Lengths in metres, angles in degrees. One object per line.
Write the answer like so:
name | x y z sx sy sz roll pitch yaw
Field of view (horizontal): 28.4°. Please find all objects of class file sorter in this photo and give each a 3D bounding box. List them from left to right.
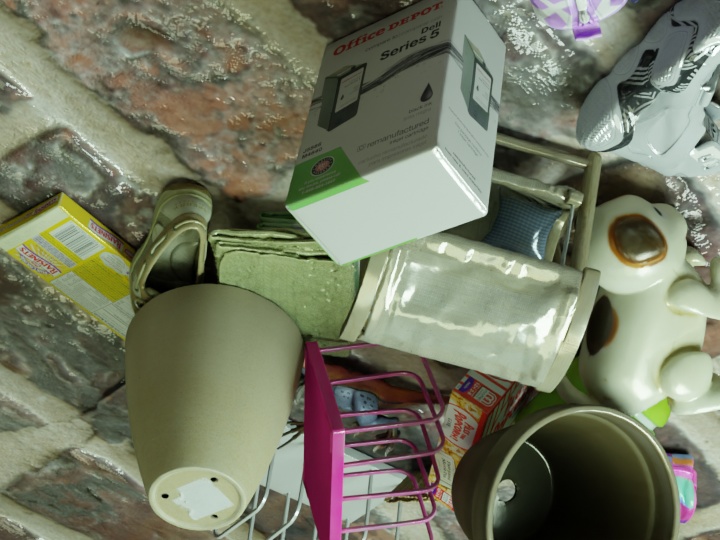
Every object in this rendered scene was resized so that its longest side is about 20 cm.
file sorter | -0.063 0.291 1.743 0.200 0.125 0.139 27 137 -21
file sorter | 0.014 0.188 1.484 0.125 0.139 0.201 -6 127 -11

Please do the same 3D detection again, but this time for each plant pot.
plant pot | -0.151 0.149 1.406 0.187 0.200 0.188 0 131 0
plant pot | 0.172 0.219 1.347 0.200 0.201 0.173 25 173 -19

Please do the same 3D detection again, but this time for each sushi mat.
sushi mat | 0.089 0.254 1.663 0.095 0.012 0.200 2 180 10

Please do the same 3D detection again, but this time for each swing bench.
swing bench | 0.101 -0.020 1.272 0.198 0.200 0.130 15 141 -8

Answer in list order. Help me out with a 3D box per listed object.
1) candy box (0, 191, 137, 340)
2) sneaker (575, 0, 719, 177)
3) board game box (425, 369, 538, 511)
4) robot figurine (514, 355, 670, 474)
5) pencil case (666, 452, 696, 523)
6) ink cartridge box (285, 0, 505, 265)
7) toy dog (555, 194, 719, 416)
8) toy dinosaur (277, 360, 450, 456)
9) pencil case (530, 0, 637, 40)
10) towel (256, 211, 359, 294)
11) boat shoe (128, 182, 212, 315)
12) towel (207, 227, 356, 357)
candy box | -0.278 0.000 1.503 0.102 0.026 0.200 -22 132 32
sneaker | 0.278 -0.148 1.188 0.115 0.075 0.200 23 144 -18
board game box | 0.139 0.145 1.506 0.046 0.152 0.200 32 145 18
robot figurine | 0.243 0.155 1.495 0.116 0.175 0.200 45 99 2
pencil case | 0.291 0.240 1.651 0.199 0.089 0.089 9 141 -3
ink cartridge box | 0.033 -0.120 1.164 0.145 0.200 0.084 -20 131 30
toy dog | 0.261 0.026 1.343 0.193 0.140 0.201 -12 107 -5
toy dinosaur | -0.025 0.121 1.597 0.200 0.105 0.182 -33 123 -3
pencil case | 0.141 -0.266 1.057 0.084 0.086 0.200 -10 137 23
towel | 0.000 0.000 1.450 0.199 0.031 0.149 2 140 8
boat shoe | -0.191 0.002 1.440 0.073 0.063 0.201 10 134 -18
towel | -0.074 0.022 1.450 0.148 0.037 0.200 6 144 6
